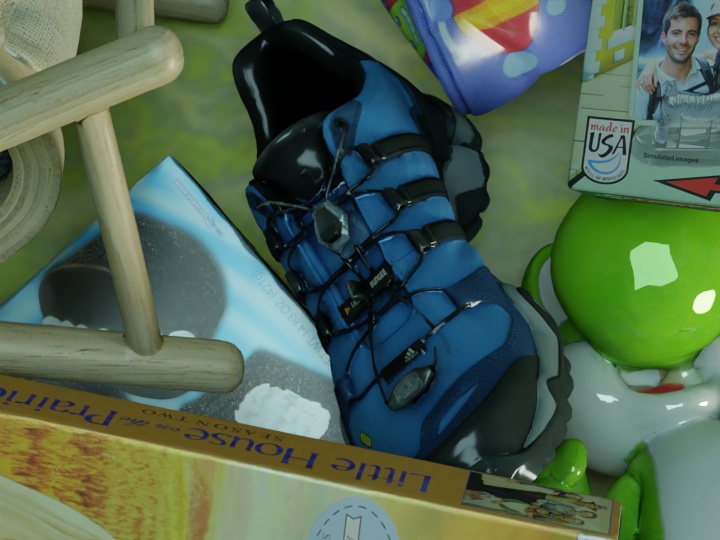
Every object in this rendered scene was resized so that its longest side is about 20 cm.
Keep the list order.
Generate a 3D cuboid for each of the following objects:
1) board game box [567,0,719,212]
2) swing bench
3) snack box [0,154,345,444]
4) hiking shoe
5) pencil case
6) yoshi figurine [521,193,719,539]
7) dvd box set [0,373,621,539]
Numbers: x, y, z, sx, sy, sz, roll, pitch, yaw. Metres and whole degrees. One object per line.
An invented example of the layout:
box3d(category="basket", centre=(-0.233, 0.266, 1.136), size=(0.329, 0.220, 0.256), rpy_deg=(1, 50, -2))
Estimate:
box3d(category="board game box", centre=(0.162, -0.077, 0.656), size=(0.199, 0.029, 0.136), rpy_deg=(7, 89, 24))
box3d(category="swing bench", centre=(-0.142, -0.060, 0.698), size=(0.198, 0.130, 0.200), rpy_deg=(-8, 41, 1))
box3d(category="snack box", centre=(-0.038, 0.077, 0.774), size=(0.116, 0.037, 0.200), rpy_deg=(-41, 84, 0))
box3d(category="hiking shoe", centre=(0.000, 0.000, 0.704), size=(0.087, 0.200, 0.074), rpy_deg=(36, 110, -30))
box3d(category="pencil case", centre=(0.092, -0.124, 0.763), size=(0.199, 0.087, 0.078), rpy_deg=(-29, 96, -1))
box3d(category="yoshi figurine", centre=(0.102, 0.046, 0.701), size=(0.112, 0.112, 0.201), rpy_deg=(-48, 47, 23))
box3d(category="dvd box set", centre=(-0.040, 0.112, 0.639), size=(0.198, 0.029, 0.147), rpy_deg=(12, 108, 5))
